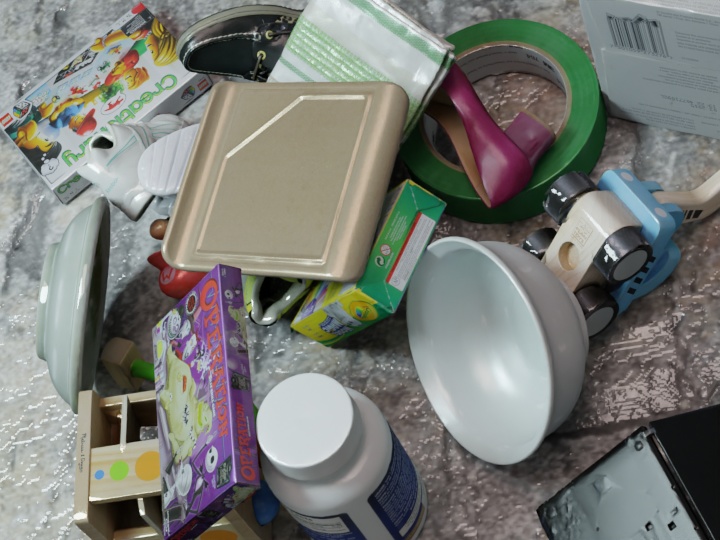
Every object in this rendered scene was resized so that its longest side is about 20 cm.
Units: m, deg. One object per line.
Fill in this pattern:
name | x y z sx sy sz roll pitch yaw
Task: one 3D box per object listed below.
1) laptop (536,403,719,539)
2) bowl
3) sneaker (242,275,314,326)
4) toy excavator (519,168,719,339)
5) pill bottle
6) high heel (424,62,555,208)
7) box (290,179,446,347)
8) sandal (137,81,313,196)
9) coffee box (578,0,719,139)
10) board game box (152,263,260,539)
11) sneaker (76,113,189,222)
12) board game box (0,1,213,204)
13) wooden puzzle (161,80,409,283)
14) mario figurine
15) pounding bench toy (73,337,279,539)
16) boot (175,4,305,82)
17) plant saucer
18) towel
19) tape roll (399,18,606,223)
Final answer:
laptop | 0.277 0.220 1.498 0.200 0.103 0.178 -42 53 23
bowl | 0.131 0.058 1.553 0.090 0.202 0.201 -17 52 -30
sneaker | -0.048 -0.030 1.651 0.075 0.201 0.077 18 33 -16
toy excavator | 0.260 -0.046 1.604 0.100 0.199 0.195 50 129 31
pill bottle | -0.019 0.164 1.512 0.110 0.200 0.112 -8 60 13
high heel | 0.075 -0.136 1.667 0.199 0.068 0.096 30 64 26
box | 0.000 0.000 1.632 0.048 0.200 0.118 32 70 -13
sandal | -0.104 -0.113 1.678 0.206 0.059 0.080 -17 69 -1
coffee box | 0.330 -0.253 1.630 0.199 0.200 0.198 15 67 24
board game box | -0.129 0.109 1.493 0.120 0.032 0.201 -38 47 40
sneaker | -0.218 -0.119 1.756 0.080 0.200 0.071 33 110 -9
board game box | -0.266 -0.174 1.878 0.200 0.035 0.126 -40 58 -6
wooden puzzle | -0.064 -0.079 1.589 0.199 0.037 0.186 5 70 29
mario figurine | -0.163 -0.067 1.739 0.105 0.124 0.201 6 59 7
pounding bench toy | -0.156 0.143 1.614 0.155 0.124 0.201 -10 59 12
boot | -0.067 -0.178 1.762 0.202 0.074 0.154 -6 59 -19
plant saucer | -0.265 0.030 1.666 0.050 0.200 0.201 7 62 -4
towel | -0.013 -0.163 1.686 0.149 0.031 0.200 39 118 15
tape roll | 0.132 -0.143 1.724 0.199 0.048 0.201 -8 60 14
